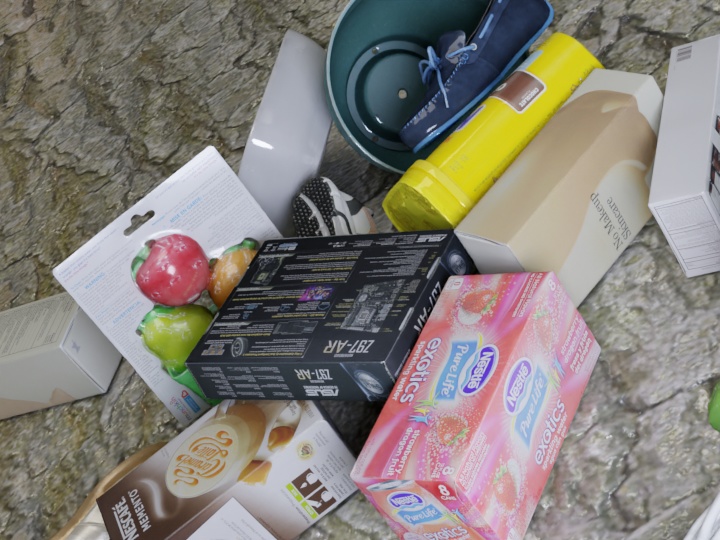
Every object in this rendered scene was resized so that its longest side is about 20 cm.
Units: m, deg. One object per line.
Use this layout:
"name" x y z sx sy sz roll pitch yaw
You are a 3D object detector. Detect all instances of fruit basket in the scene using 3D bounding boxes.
"fruit basket" -0.151 0.016 1.354 0.185 0.200 0.094 -39 17 -3

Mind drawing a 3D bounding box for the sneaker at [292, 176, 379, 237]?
"sneaker" 0.000 0.000 1.350 0.074 0.080 0.201 -41 46 30

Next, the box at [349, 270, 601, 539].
"box" 0.090 0.105 1.103 0.102 0.095 0.201 -3 45 40

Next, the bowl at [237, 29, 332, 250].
"bowl" -0.075 -0.120 1.499 0.074 0.201 0.200 15 47 -1

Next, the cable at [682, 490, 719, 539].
"cable" 0.268 0.193 0.846 0.200 0.069 0.200 -46 34 -12

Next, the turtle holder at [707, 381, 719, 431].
"turtle holder" 0.311 0.031 0.969 0.140 0.187 0.132 -7 30 -13

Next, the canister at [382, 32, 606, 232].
"canister" 0.122 -0.107 1.311 0.200 0.087 0.149 -45 -1 -12

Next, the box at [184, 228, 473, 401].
"box" -0.025 0.036 1.216 0.199 0.044 0.161 -3 40 33

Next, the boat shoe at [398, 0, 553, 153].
"boat shoe" 0.093 -0.190 1.352 0.200 0.069 0.084 -49 8 -26

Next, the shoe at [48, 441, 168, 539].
"shoe" -0.231 0.233 1.297 0.053 0.070 0.200 43 73 15

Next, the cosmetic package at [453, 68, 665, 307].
"cosmetic package" 0.181 -0.062 1.223 0.200 0.105 0.071 -50 35 -17

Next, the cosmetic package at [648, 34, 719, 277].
"cosmetic package" 0.280 -0.096 1.191 0.050 0.083 0.201 -12 40 29

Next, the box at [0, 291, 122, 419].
"box" -0.350 0.092 1.560 0.199 0.078 0.095 -14 38 32

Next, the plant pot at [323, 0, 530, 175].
"plant pot" 0.052 -0.182 1.443 0.200 0.200 0.134 -44 6 -11

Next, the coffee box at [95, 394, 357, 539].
"coffee box" -0.107 0.180 1.211 0.200 0.080 0.114 -38 32 -2
